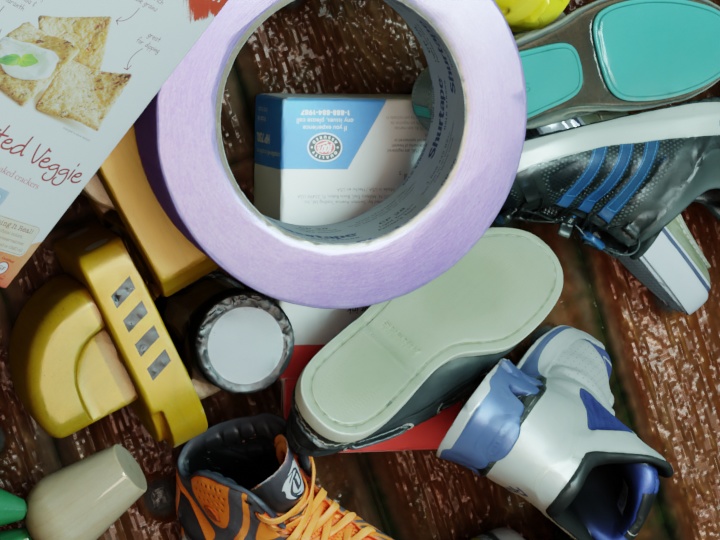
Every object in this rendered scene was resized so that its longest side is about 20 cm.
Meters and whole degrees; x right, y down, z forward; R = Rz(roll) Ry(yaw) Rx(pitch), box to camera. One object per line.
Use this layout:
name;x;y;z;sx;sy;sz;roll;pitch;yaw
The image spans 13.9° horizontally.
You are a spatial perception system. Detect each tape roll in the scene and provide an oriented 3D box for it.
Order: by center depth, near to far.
tape roll;-0.016;-0.084;1.551;0.199;0.066;0.201;-2;100;-14

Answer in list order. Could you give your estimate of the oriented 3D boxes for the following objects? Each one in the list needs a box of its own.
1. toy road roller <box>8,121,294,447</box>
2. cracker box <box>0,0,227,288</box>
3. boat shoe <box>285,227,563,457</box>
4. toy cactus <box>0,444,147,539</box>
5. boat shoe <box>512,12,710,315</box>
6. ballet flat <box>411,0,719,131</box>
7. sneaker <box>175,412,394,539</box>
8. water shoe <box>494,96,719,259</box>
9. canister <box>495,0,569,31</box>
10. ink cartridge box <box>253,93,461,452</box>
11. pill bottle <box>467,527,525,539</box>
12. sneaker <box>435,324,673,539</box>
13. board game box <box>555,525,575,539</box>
toy road roller;-0.138;0.005;1.630;0.146;0.123;0.201;-28;103;-11
cracker box;-0.171;-0.100;1.456;0.200;0.058;0.134;-52;140;10
boat shoe;0.032;0.045;1.640;0.074;0.066;0.199;44;53;7
toy cactus;-0.191;0.150;1.637;0.165;0.102;0.200;-33;119;11
boat shoe;0.150;-0.064;1.731;0.062;0.072;0.200;-39;102;-6
ballet flat;0.118;-0.117;1.670;0.199;0.064;0.068;-15;99;-26
sneaker;-0.023;0.150;1.635;0.199;0.112;0.078;20;55;21
water shoe;0.136;-0.043;1.659;0.199;0.071;0.079;-14;88;-15
canister;0.031;-0.232;1.637;0.199;0.086;0.149;18;82;-35
ink cartridge box;0.000;0.000;1.697;0.116;0.067;0.201;0;96;-17
pill bottle;0.019;0.235;1.706;0.199;0.111;0.112;-23;102;-12
sneaker;0.119;0.103;1.665;0.115;0.199;0.081;39;106;9
board game box;0.151;0.234;1.731;0.028;0.135;0.201;-14;101;7
